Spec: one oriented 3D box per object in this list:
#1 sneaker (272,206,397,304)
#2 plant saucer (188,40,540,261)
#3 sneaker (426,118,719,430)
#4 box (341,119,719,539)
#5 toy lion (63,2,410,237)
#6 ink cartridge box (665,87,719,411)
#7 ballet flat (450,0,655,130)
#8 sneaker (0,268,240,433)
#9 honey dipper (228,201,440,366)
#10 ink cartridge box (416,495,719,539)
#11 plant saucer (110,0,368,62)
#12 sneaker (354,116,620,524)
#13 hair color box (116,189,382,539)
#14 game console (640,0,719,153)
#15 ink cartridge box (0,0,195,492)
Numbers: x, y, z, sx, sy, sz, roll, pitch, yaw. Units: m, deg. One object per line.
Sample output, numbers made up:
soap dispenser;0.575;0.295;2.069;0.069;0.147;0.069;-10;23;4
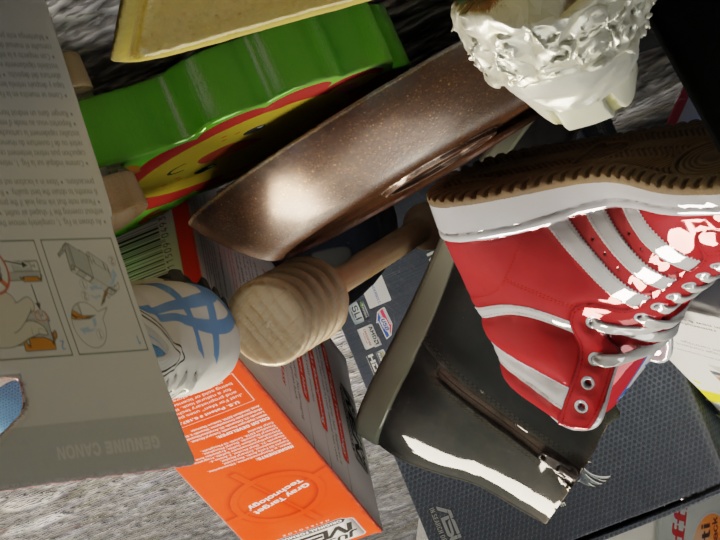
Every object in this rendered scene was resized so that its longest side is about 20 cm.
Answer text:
sneaker;-0.079;0.010;1.365;0.200;0.070;0.082;-24;171;21
plant saucer;0.024;-0.056;1.184;0.200;0.035;0.200;-29;178;-1
sneaker;0.125;0.003;1.188;0.200;0.113;0.071;-5;-159;42
box;0.079;0.035;1.406;0.157;0.201;0.051;-23;178;25
toy lion;-0.083;-0.044;1.136;0.191;0.069;0.200;-20;173;-39
ink cartridge box;0.208;-0.005;1.331;0.083;0.146;0.200;14;163;38
ballet flat;0.077;-0.084;1.015;0.072;0.072;0.200;-21;-172;15
sneaker;-0.096;0.037;1.084;0.072;0.073;0.200;-22;169;17
honey dipper;0.000;0.000;1.272;0.038;0.038;0.200;-24;-178;26
ink cartridge box;0.144;0.108;1.534;0.144;0.146;0.200;-1;166;36
plant saucer;0.021;-0.135;0.862;0.199;0.049;0.200;-17;169;-13
sneaker;0.085;0.009;1.325;0.201;0.106;0.075;-65;173;17
hair color box;-0.059;0.041;1.287;0.061;0.102;0.200;-21;144;12
game console;0.214;-0.099;1.191;0.199;0.117;0.176;-17;169;-4
ink cartridge box;-0.147;-0.011;0.859;0.043;0.174;0.200;-25;167;33
